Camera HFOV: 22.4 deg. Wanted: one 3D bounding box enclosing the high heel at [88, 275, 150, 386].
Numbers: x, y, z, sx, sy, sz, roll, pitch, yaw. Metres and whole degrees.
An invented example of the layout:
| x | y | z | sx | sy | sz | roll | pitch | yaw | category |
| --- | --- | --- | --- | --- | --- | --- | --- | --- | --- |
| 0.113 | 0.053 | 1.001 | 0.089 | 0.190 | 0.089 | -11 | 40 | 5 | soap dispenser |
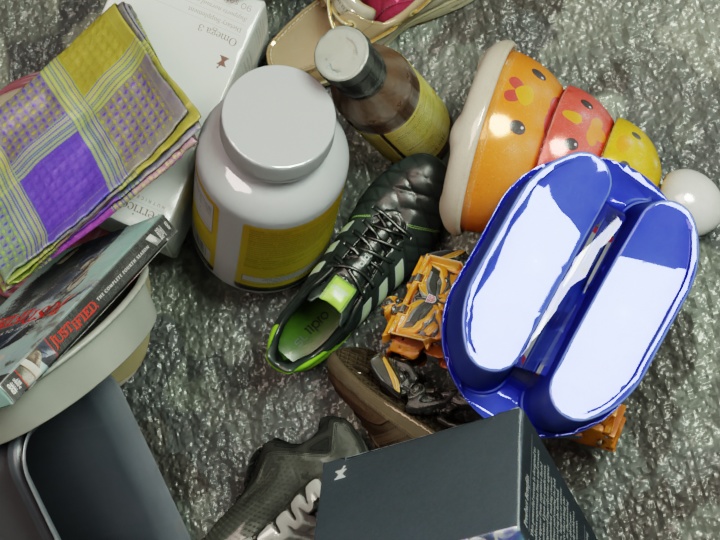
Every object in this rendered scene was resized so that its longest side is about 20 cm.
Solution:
| x | y | z | sx | sy | sz | roll | pitch | yaw | category |
| --- | --- | --- | --- | --- | --- | --- | --- | --- | --- |
| -0.251 | 0.065 | 1.477 | 0.142 | 0.071 | 0.201 | 21 | 97 | 20 | high heel |

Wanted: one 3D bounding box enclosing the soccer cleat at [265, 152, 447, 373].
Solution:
| x | y | z | sx | sy | sz | roll | pitch | yaw | category |
| --- | --- | --- | --- | --- | --- | --- | --- | --- | --- |
| 0.000 | 0.000 | 1.364 | 0.067 | 0.081 | 0.200 | 38 | 103 | 0 | soccer cleat |

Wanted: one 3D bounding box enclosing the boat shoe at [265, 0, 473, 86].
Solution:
| x | y | z | sx | sy | sz | roll | pitch | yaw | category |
| --- | --- | --- | --- | --- | --- | --- | --- | --- | --- |
| 0.003 | -0.210 | 1.424 | 0.199 | 0.069 | 0.074 | -30 | 69 | 16 | boat shoe |

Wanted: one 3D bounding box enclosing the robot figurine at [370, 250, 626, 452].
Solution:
| x | y | z | sx | sy | sz | roll | pitch | yaw | category |
| --- | --- | --- | --- | --- | --- | --- | --- | --- | --- |
| 0.105 | 0.050 | 1.308 | 0.199 | 0.058 | 0.146 | 18 | 62 | 17 | robot figurine |

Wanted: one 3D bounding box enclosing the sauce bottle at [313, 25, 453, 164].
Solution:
| x | y | z | sx | sy | sz | roll | pitch | yaw | category |
| --- | --- | --- | --- | --- | --- | --- | --- | --- | --- |
| 0.017 | -0.127 | 1.327 | 0.064 | 0.200 | 0.065 | -3 | 77 | 15 | sauce bottle |

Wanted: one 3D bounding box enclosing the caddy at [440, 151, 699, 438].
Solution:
| x | y | z | sx | sy | sz | roll | pitch | yaw | category |
| --- | --- | --- | --- | --- | --- | --- | --- | --- | --- |
| 0.140 | 0.015 | 1.224 | 0.141 | 0.105 | 0.201 | 30 | 83 | 2 | caddy |

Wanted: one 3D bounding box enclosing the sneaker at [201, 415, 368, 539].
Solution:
| x | y | z | sx | sy | sz | roll | pitch | yaw | category |
| --- | --- | --- | --- | --- | --- | --- | --- | --- | --- |
| -0.065 | 0.177 | 1.379 | 0.200 | 0.066 | 0.091 | -36 | 49 | 25 | sneaker |

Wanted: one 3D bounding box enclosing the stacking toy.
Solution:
| x | y | z | sx | sy | sz | roll | pitch | yaw | category |
| --- | --- | --- | --- | --- | --- | --- | --- | --- | --- |
| 0.166 | -0.073 | 1.311 | 0.199 | 0.146 | 0.147 | 16 | 86 | 8 | stacking toy |

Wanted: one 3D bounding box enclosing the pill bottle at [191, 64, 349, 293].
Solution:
| x | y | z | sx | sy | sz | roll | pitch | yaw | category |
| --- | --- | --- | --- | --- | --- | --- | --- | --- | --- |
| -0.067 | -0.068 | 1.343 | 0.111 | 0.200 | 0.113 | 3 | 68 | -6 | pill bottle |

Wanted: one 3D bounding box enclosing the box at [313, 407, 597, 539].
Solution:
| x | y | z | sx | sy | sz | roll | pitch | yaw | category |
| --- | --- | --- | --- | --- | --- | --- | --- | --- | --- |
| 0.078 | 0.211 | 1.220 | 0.148 | 0.201 | 0.107 | -18 | 36 | 20 | box |

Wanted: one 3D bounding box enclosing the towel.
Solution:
| x | y | z | sx | sy | sz | roll | pitch | yaw | category |
| --- | --- | --- | --- | --- | --- | --- | --- | --- | --- |
| -0.216 | -0.095 | 1.340 | 0.200 | 0.023 | 0.144 | -38 | 61 | 11 | towel |

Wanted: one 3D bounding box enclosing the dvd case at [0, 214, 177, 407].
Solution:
| x | y | z | sx | sy | sz | roll | pitch | yaw | category |
| --- | --- | --- | --- | --- | --- | --- | --- | --- | --- |
| -0.234 | 0.038 | 1.315 | 0.145 | 0.022 | 0.200 | -16 | 27 | 45 | dvd case |

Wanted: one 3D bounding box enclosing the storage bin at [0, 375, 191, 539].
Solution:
| x | y | z | sx | sy | sz | roll | pitch | yaw | category |
| --- | --- | --- | --- | --- | --- | --- | --- | --- | --- |
| -0.233 | 0.183 | 1.397 | 0.134 | 0.146 | 0.201 | -8 | 115 | 32 | storage bin |

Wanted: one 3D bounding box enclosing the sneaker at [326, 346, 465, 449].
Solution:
| x | y | z | sx | sy | sz | roll | pitch | yaw | category |
| --- | --- | --- | --- | --- | --- | --- | --- | --- | --- |
| 0.038 | 0.133 | 1.339 | 0.200 | 0.070 | 0.076 | 37 | 116 | 35 | sneaker |

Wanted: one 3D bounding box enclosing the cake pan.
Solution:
| x | y | z | sx | sy | sz | roll | pitch | yaw | category |
| --- | --- | --- | --- | --- | --- | --- | --- | --- | --- |
| -0.231 | 0.065 | 1.345 | 0.199 | 0.200 | 0.037 | -29 | 107 | 16 | cake pan |

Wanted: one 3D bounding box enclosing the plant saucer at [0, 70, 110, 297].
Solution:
| x | y | z | sx | sy | sz | roll | pitch | yaw | category |
| --- | --- | --- | --- | --- | --- | --- | --- | --- | --- |
| -0.272 | -0.075 | 1.530 | 0.199 | 0.051 | 0.202 | -6 | 76 | 24 | plant saucer |

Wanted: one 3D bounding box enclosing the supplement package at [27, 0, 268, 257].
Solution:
| x | y | z | sx | sy | sz | roll | pitch | yaw | category |
| --- | --- | --- | --- | --- | --- | --- | --- | --- | --- |
| -0.162 | -0.128 | 1.427 | 0.116 | 0.117 | 0.201 | 22 | 83 | 1 | supplement package |
